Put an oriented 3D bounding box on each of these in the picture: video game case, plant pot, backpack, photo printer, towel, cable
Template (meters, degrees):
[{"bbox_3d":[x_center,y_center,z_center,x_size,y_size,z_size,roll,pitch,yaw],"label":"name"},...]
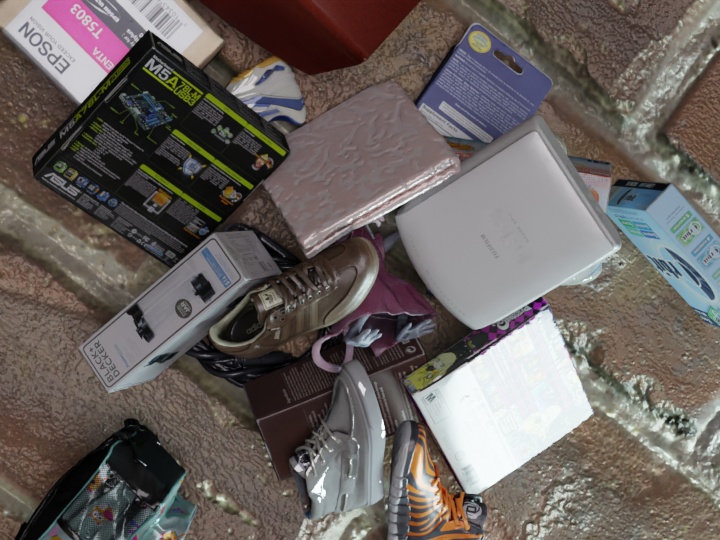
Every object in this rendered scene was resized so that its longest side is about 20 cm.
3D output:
[{"bbox_3d":[0.158,0.143,1.515,0.180,0.036,0.201,-33,131,-4],"label":"video game case"},{"bbox_3d":[-0.040,-0.317,1.407,0.200,0.199,0.176,-48,112,-18],"label":"plant pot"},{"bbox_3d":[-0.276,0.281,1.442,0.200,0.176,0.154,-40,95,1],"label":"backpack"},{"bbox_3d":[0.146,-0.042,1.414,0.199,0.070,0.167,-31,101,21],"label":"photo printer"},{"bbox_3d":[-0.009,-0.113,1.445,0.190,0.200,0.032,-30,129,-2],"label":"towel"},{"bbox_3d":[-0.111,0.055,1.509,0.199,0.051,0.164,37,89,-10],"label":"cable"}]

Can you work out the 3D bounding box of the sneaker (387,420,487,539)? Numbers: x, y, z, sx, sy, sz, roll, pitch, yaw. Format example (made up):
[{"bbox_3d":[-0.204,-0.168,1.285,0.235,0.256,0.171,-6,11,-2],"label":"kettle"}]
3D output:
[{"bbox_3d":[0.088,0.246,1.509,0.111,0.078,0.201,3,130,2],"label":"sneaker"}]

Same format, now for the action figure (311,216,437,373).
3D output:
[{"bbox_3d":[0.000,0.000,1.487,0.149,0.134,0.201,-38,58,17],"label":"action figure"}]

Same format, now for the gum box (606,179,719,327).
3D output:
[{"bbox_3d":[0.368,-0.014,1.513,0.045,0.170,0.200,-45,100,-2],"label":"gum box"}]

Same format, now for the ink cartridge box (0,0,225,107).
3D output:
[{"bbox_3d":[-0.269,-0.256,1.447,0.200,0.075,0.165,44,87,-10],"label":"ink cartridge box"}]

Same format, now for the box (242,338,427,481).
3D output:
[{"bbox_3d":[-0.020,0.144,1.502,0.198,0.075,0.101,-22,128,-8],"label":"box"}]

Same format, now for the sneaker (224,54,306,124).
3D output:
[{"bbox_3d":[-0.150,-0.152,1.473,0.199,0.075,0.089,-30,99,-4],"label":"sneaker"}]

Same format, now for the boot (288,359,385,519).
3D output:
[{"bbox_3d":[-0.029,0.188,1.435,0.095,0.074,0.201,-18,129,-17],"label":"boot"}]

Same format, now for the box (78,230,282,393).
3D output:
[{"bbox_3d":[-0.189,0.042,1.431,0.200,0.117,0.060,-39,82,16],"label":"box"}]

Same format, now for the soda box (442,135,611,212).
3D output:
[{"bbox_3d":[0.169,-0.096,1.467,0.198,0.068,0.064,11,110,7],"label":"soda box"}]

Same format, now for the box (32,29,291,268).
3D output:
[{"bbox_3d":[-0.208,-0.120,1.418,0.199,0.048,0.193,35,108,-34],"label":"box"}]

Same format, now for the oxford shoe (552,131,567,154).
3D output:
[{"bbox_3d":[0.183,-0.067,1.542,0.074,0.058,0.202,16,107,-7],"label":"oxford shoe"}]

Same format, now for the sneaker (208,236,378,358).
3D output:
[{"bbox_3d":[-0.070,0.033,1.392,0.199,0.075,0.071,-36,71,22],"label":"sneaker"}]

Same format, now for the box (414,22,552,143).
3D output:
[{"bbox_3d":[0.117,-0.165,1.532,0.121,0.032,0.201,35,91,-10],"label":"box"}]

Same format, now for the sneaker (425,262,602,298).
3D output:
[{"bbox_3d":[0.166,-0.009,1.498,0.198,0.072,0.073,-12,103,12],"label":"sneaker"}]
